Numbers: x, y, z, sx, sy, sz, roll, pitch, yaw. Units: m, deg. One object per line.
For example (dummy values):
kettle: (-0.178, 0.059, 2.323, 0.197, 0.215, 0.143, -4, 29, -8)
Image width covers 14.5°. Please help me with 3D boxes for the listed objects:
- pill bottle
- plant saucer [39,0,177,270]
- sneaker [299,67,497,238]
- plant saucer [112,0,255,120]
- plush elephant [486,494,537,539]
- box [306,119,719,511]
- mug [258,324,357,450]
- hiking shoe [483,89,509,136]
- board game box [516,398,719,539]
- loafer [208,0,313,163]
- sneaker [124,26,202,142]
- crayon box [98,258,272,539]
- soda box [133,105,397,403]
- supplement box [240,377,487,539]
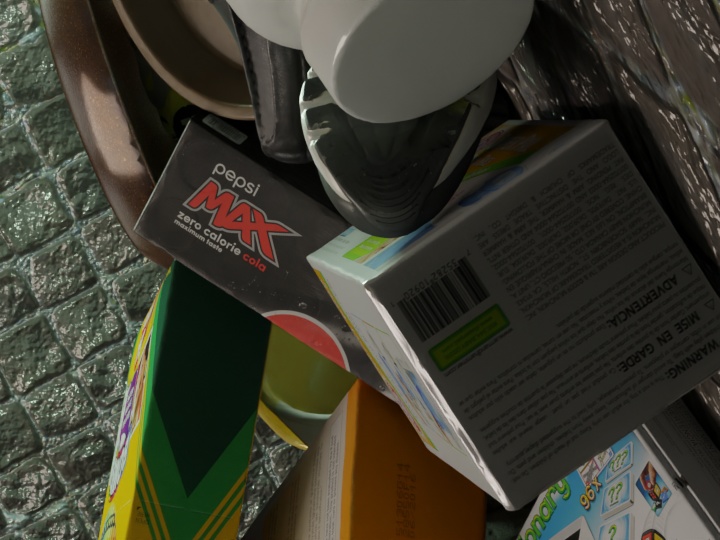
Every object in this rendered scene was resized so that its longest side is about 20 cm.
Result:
pill bottle: (-0.018, -0.153, 1.046, 0.200, 0.112, 0.112, 58, 174, 30)
plant saucer: (-0.120, -0.084, 1.425, 0.200, 0.032, 0.201, -19, -90, -86)
sneaker: (0.024, -0.065, 1.111, 0.200, 0.074, 0.085, -83, -17, -55)
plant saucer: (-0.054, -0.167, 1.257, 0.200, 0.029, 0.201, 17, 114, 45)
plush elephant: (0.094, 0.163, 1.398, 0.155, 0.199, 0.165, 105, 147, -55)
box: (0.059, 0.011, 1.113, 0.102, 0.112, 0.200, 57, 175, -7)
mug: (0.032, 0.063, 1.534, 0.153, 0.149, 0.187, 55, 173, -37)
hiking shoe: (0.002, -0.099, 1.319, 0.200, 0.075, 0.101, 58, 170, 28)
board game box: (0.109, 0.157, 1.221, 0.126, 0.034, 0.201, 57, 137, 37)
loafer: (-0.050, -0.142, 1.174, 0.068, 0.070, 0.202, -17, -83, -80)
sneaker: (-0.069, -0.083, 1.466, 0.200, 0.075, 0.077, 24, -127, -68)
crayon box: (-0.094, 0.103, 1.414, 0.200, 0.058, 0.174, 127, 155, -73)
soda box: (0.000, 0.000, 1.309, 0.199, 0.071, 0.063, 33, -154, 7)
supplement box: (-0.011, 0.163, 1.349, 0.200, 0.073, 0.127, 125, 156, -45)
